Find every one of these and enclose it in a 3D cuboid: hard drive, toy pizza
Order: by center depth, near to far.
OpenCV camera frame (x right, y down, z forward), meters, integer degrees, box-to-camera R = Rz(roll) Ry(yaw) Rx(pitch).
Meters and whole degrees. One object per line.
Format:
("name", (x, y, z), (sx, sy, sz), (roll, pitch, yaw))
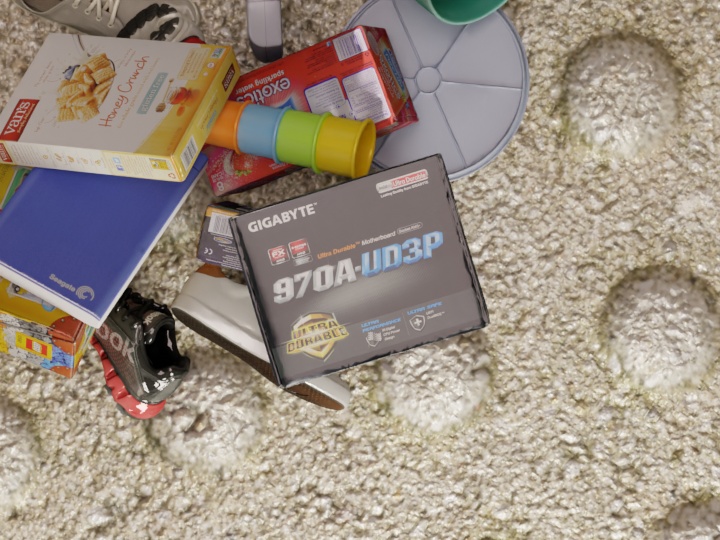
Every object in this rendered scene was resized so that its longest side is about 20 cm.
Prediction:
("hard drive", (-0.245, -0.058, 1.569), (0.131, 0.025, 0.201), (28, 60, 4))
("toy pizza", (0.068, -0.186, 1.688), (0.198, 0.032, 0.202), (0, 89, 6))

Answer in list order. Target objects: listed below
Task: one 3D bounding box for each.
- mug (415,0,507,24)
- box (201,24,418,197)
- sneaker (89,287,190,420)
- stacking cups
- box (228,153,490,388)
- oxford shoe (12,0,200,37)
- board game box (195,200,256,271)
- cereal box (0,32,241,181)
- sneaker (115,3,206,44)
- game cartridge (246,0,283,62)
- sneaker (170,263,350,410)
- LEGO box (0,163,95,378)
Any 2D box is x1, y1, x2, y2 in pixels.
("mug", (0.090, -0.319, 1.624), (0.152, 0.185, 0.114), (-42, 60, -6))
("box", (-0.057, -0.152, 1.641), (0.199, 0.095, 0.100), (-21, 89, 16))
("sneaker", (-0.235, 0.043, 1.665), (0.098, 0.071, 0.201), (-33, 91, 35))
("stacking cups", (-0.086, -0.132, 1.574), (0.198, 0.060, 0.061), (15, 90, 16))
("box", (0.000, 0.000, 1.518), (0.198, 0.046, 0.160), (-16, 93, 3))
("oxford shoe", (-0.256, -0.264, 1.688), (0.198, 0.058, 0.076), (16, 86, -1))
("board game box", (-0.047, -0.017, 1.625), (0.198, 0.165, 0.057), (13, 93, 2))
("cereal box", (-0.226, -0.152, 1.566), (0.198, 0.040, 0.145), (7, 53, 22))
("sneaker", (-0.232, -0.174, 1.680), (0.199, 0.085, 0.077), (-33, 47, 16))
("game cartridge", (-0.095, -0.309, 1.645), (0.041, 0.133, 0.202), (-3, 89, 2))
("sneaker", (-0.081, 0.058, 1.674), (0.199, 0.073, 0.085), (35, 69, -9))
("LEGO box", (-0.297, -0.024, 1.600), (0.148, 0.077, 0.201), (21, 59, 0))
